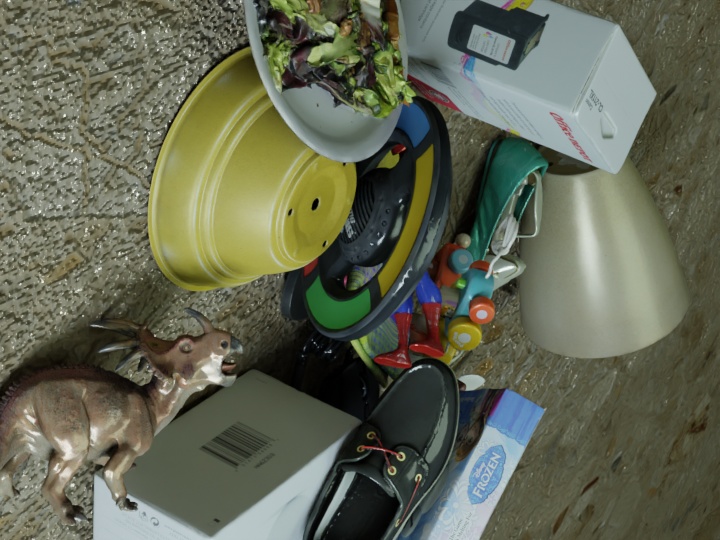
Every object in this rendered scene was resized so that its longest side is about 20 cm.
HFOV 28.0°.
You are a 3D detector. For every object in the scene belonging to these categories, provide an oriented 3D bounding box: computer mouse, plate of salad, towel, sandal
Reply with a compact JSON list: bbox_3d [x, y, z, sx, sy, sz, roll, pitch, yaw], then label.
[{"bbox_3d":[-0.022,0.125,1.314,0.140,0.046,0.200,-21,136,-53],"label":"computer mouse"},{"bbox_3d":[-0.013,-0.178,1.036,0.200,0.048,0.201,12,75,-54],"label":"plate of salad"},{"bbox_3d":[0.026,-0.015,1.254,0.144,0.023,0.200,58,38,-57],"label":"towel"},{"bbox_3d":[0.000,0.000,1.272,0.200,0.045,0.075,-18,127,-54],"label":"sandal"}]

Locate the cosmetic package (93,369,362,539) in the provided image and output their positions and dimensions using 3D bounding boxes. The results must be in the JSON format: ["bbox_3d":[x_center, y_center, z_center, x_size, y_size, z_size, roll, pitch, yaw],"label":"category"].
[{"bbox_3d":[-0.111,0.222,1.177,0.199,0.123,0.200,-32,136,-49],"label":"cosmetic package"}]

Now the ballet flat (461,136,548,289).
[{"bbox_3d":[0.141,-0.034,1.458,0.067,0.070,0.200,-10,121,-57],"label":"ballet flat"}]

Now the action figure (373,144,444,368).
[{"bbox_3d":[0.035,-0.026,1.163,0.052,0.065,0.200,17,62,-34],"label":"action figure"}]

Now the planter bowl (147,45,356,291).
[{"bbox_3d":[-0.061,-0.062,1.079,0.200,0.083,0.201,-39,142,-39],"label":"planter bowl"}]

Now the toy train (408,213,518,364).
[{"bbox_3d":[0.079,0.014,1.328,0.200,0.055,0.151,135,-29,-72],"label":"toy train"}]

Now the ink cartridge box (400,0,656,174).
[{"bbox_3d":[0.128,-0.170,1.189,0.083,0.200,0.146,-62,152,-4],"label":"ink cartridge box"}]

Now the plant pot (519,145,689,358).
[{"bbox_3d":[0.248,-0.042,1.549,0.187,0.187,0.200,-42,131,-36],"label":"plant pot"}]

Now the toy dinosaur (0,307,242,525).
[{"bbox_3d":[-0.190,0.093,0.997,0.200,0.086,0.136,-5,107,-40],"label":"toy dinosaur"}]

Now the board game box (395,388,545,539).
[{"bbox_3d":[0.061,0.196,1.224,0.199,0.043,0.200,-62,-170,-13],"label":"board game box"}]

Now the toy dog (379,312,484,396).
[{"bbox_3d":[0.079,0.125,1.452,0.132,0.096,0.200,-64,152,0],"label":"toy dog"}]

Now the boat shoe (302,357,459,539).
[{"bbox_3d":[0.019,0.161,1.148,0.202,0.074,0.063,-62,164,-3],"label":"boat shoe"}]

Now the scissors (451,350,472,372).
[{"bbox_3d":[0.048,0.123,1.273,0.073,0.014,0.200,-52,175,26],"label":"scissors"}]

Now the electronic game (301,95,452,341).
[{"bbox_3d":[0.009,-0.042,1.123,0.042,0.200,0.200,19,97,-27],"label":"electronic game"}]
